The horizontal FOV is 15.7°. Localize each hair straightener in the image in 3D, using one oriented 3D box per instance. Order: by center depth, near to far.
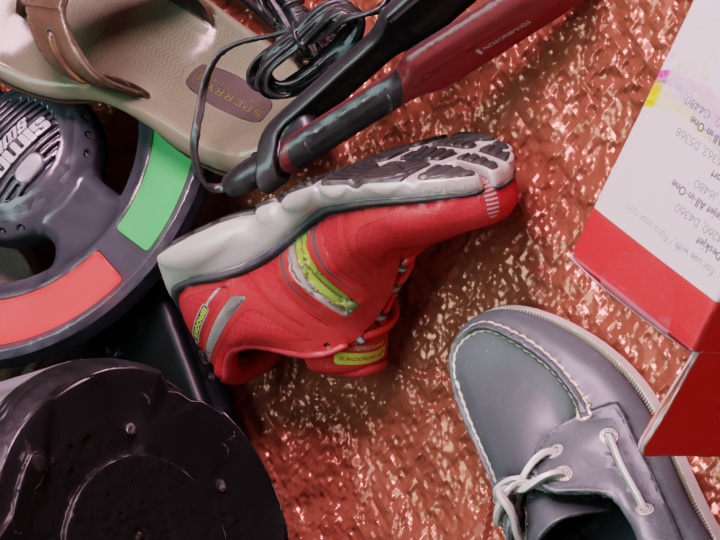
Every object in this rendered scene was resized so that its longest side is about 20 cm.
[{"bbox_3d":[0.003,-0.096,1.079,0.199,0.041,0.077,-35,62,26],"label":"hair straightener"}]

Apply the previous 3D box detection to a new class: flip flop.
[{"bbox_3d":[-0.104,-0.103,1.156,0.199,0.058,0.081,29,76,27],"label":"flip flop"}]

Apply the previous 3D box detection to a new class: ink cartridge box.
[{"bbox_3d":[0.151,-0.036,0.899,0.067,0.116,0.201,40,114,37],"label":"ink cartridge box"}]

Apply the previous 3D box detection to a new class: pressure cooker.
[{"bbox_3d":[-0.147,0.137,1.087,0.199,0.178,0.177,-15,62,44],"label":"pressure cooker"}]

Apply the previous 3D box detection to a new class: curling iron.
[{"bbox_3d":[-0.066,-0.153,1.179,0.200,0.025,0.050,46,155,40],"label":"curling iron"}]

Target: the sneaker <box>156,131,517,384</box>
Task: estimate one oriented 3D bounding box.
[{"bbox_3d":[0.000,0.000,1.091,0.199,0.077,0.085,-21,92,47],"label":"sneaker"}]

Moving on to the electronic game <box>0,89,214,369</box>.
[{"bbox_3d":[-0.154,-0.049,1.204,0.198,0.042,0.202,-11,62,21],"label":"electronic game"}]

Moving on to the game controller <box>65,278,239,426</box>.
[{"bbox_3d":[-0.083,0.106,1.171,0.104,0.042,0.201,-40,60,35],"label":"game controller"}]

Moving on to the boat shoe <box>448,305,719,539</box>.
[{"bbox_3d":[0.085,0.088,0.993,0.073,0.062,0.201,-53,54,28],"label":"boat shoe"}]

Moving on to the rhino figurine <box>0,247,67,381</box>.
[{"bbox_3d":[-0.194,-0.009,1.275,0.088,0.059,0.201,-52,47,34],"label":"rhino figurine"}]
